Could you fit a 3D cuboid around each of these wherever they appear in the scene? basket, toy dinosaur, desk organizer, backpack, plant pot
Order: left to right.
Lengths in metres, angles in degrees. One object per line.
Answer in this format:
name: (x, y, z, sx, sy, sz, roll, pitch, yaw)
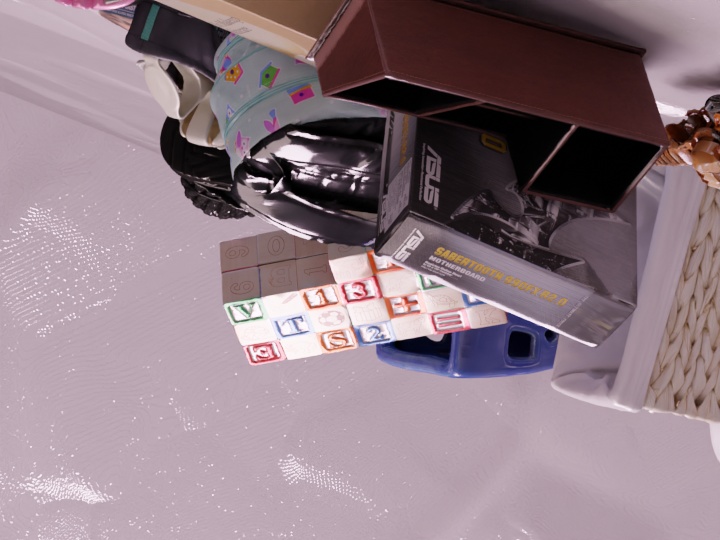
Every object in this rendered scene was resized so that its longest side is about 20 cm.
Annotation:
backpack: (-0.004, -0.101, 1.590, 0.199, 0.127, 0.167, 3, 146, -32)
desk organizer: (0.076, -0.100, 1.385, 0.199, 0.077, 0.072, 11, 136, -27)
plant pot: (0.132, -0.007, 2.019, 0.179, 0.201, 0.200, 5, -178, -20)
basket: (0.237, 0.011, 1.745, 0.123, 0.201, 0.136, 14, 179, -16)
toy dinosaur: (0.249, -0.071, 1.458, 0.136, 0.102, 0.200, 39, -173, -28)

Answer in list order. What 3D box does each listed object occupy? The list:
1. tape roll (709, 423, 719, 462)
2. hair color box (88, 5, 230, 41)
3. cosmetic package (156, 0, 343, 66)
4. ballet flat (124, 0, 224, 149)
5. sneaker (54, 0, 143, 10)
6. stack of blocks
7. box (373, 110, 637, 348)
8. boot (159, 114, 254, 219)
tape roll: (0.401, 0.093, 2.000, 0.139, 0.204, 0.202, 19, 176, 32)
hair color box: (-0.110, -0.184, 1.801, 0.100, 0.061, 0.200, 18, 175, 32)
cosmetic package: (-0.058, -0.180, 1.443, 0.199, 0.071, 0.105, 21, 176, -13)
ballet flat: (-0.114, -0.130, 1.687, 0.073, 0.073, 0.200, 19, 163, 27)
sneaker: (-0.209, -0.230, 1.656, 0.199, 0.079, 0.095, 25, -170, 30)
stack of blocks: (0.000, 0.000, 1.742, 0.199, 0.059, 0.115, -10, 143, 7)
box: (0.092, -0.066, 1.461, 0.158, 0.201, 0.048, 22, 136, -17)
boot: (-0.051, -0.068, 1.850, 0.210, 0.080, 0.158, 22, 171, 9)
